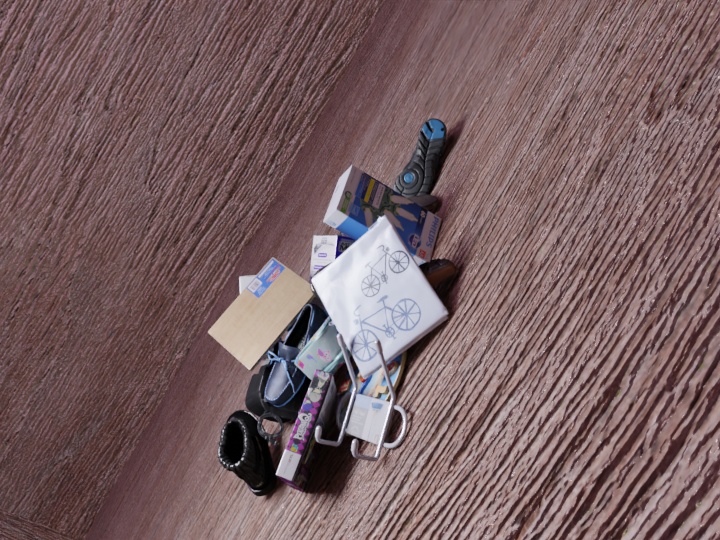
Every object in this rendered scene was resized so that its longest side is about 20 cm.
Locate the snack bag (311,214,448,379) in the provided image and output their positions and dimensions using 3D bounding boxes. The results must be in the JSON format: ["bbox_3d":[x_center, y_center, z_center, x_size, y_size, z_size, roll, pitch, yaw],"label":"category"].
[{"bbox_3d":[0.024,0.043,1.255,0.188,0.202,0.021,-40,-19,23],"label":"snack bag"}]

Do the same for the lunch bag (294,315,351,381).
[{"bbox_3d":[-0.026,0.111,1.405,0.200,0.077,0.161,-44,-5,-37],"label":"lunch bag"}]

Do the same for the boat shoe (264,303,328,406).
[{"bbox_3d":[-0.133,0.152,1.453,0.083,0.069,0.203,10,68,31],"label":"boat shoe"}]

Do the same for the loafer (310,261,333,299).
[{"bbox_3d":[0.000,0.000,1.454,0.197,0.074,0.071,-24,-14,-5],"label":"loafer"}]

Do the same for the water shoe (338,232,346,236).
[{"bbox_3d":[0.036,-0.044,1.579,0.199,0.078,0.072,30,94,48],"label":"water shoe"}]

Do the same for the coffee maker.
[{"bbox_3d":[-0.171,0.251,1.572,0.192,0.134,0.200,-48,1,-23],"label":"coffee maker"}]

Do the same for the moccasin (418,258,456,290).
[{"bbox_3d":[0.080,0.055,1.277,0.201,0.078,0.074,-40,6,14],"label":"moccasin"}]

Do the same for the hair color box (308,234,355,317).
[{"bbox_3d":[-0.057,0.032,1.552,0.109,0.064,0.204,5,90,61],"label":"hair color box"}]

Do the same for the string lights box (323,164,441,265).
[{"bbox_3d":[0.042,-0.090,1.396,0.059,0.198,0.104,-36,30,55],"label":"string lights box"}]

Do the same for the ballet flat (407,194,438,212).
[{"bbox_3d":[0.077,-0.112,1.538,0.198,0.047,0.067,-8,19,42],"label":"ballet flat"}]

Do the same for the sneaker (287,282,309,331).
[{"bbox_3d":[-0.080,0.068,1.674,0.201,0.089,0.079,-51,-21,-20],"label":"sneaker"}]

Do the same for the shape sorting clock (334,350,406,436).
[{"bbox_3d":[0.014,0.185,1.321,0.201,0.039,0.201,-54,18,26],"label":"shape sorting clock"}]

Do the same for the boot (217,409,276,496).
[{"bbox_3d":[-0.241,0.336,1.553,0.079,0.159,0.212,-33,48,-3],"label":"boot"}]

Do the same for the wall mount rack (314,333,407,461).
[{"bbox_3d":[-0.001,0.197,1.209,0.199,0.074,0.177,1,73,58],"label":"wall mount rack"}]

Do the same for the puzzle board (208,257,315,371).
[{"bbox_3d":[-0.190,0.083,1.514,0.150,0.017,0.201,32,77,39],"label":"puzzle board"}]

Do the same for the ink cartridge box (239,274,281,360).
[{"bbox_3d":[-0.213,0.105,1.655,0.200,0.082,0.148,113,153,-73],"label":"ink cartridge box"}]

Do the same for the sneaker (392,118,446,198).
[{"bbox_3d":[0.129,-0.207,1.591,0.202,0.072,0.082,-64,-11,4],"label":"sneaker"}]

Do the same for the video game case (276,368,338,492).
[{"bbox_3d":[-0.086,0.280,1.333,0.200,0.035,0.184,85,-156,-70],"label":"video game case"}]
